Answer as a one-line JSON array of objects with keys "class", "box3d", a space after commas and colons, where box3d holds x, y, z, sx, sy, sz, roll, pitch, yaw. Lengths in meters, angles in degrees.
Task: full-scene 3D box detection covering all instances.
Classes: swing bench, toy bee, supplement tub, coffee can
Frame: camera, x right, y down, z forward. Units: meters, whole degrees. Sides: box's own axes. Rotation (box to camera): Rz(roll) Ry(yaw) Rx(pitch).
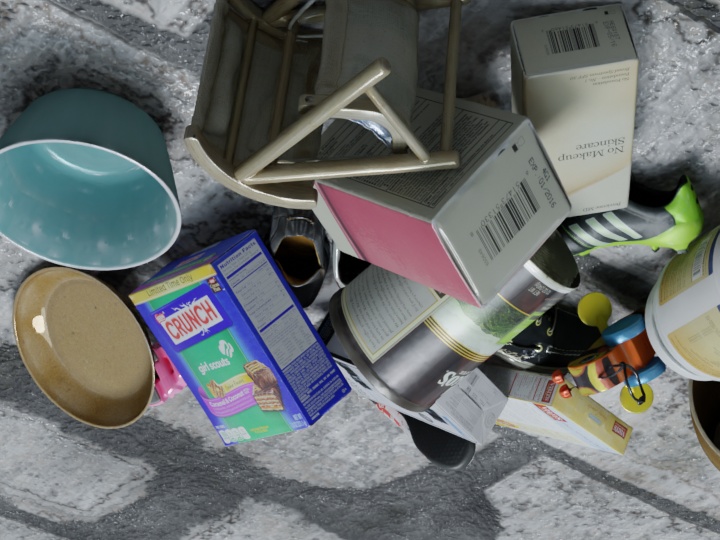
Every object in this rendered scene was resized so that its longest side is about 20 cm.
[{"class": "swing bench", "box3d": [-0.026, -0.170, 1.339, 0.199, 0.200, 0.130, -16, 138, 28]}, {"class": "toy bee", "box3d": [0.254, 0.088, 1.671, 0.108, 0.132, 0.200, -22, 168, 28]}, {"class": "supplement tub", "box3d": [0.373, 0.027, 1.569, 0.143, 0.145, 0.200, 14, 161, -11]}, {"class": "coffee can", "box3d": [0.089, 0.019, 1.544, 0.200, 0.147, 0.146, -41, 126, 22]}]

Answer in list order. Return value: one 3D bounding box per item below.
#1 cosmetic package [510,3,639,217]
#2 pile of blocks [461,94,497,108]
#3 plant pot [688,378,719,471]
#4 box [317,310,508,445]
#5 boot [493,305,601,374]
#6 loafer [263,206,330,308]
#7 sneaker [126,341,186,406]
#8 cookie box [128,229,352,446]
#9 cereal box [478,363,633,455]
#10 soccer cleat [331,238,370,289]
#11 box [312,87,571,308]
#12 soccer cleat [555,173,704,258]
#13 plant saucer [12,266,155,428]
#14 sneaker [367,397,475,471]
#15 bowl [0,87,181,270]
[{"class": "cosmetic package", "box3d": [0.190, -0.138, 1.444, 0.103, 0.073, 0.201, -10, 142, 1]}, {"class": "pile of blocks", "box3d": [0.060, -0.115, 1.528, 0.082, 0.062, 0.200, 40, 129, -15]}, {"class": "plant pot", "box3d": [0.445, 0.164, 1.768, 0.185, 0.188, 0.200, 2, 159, 7]}, {"class": "box", "box3d": [0.050, 0.112, 1.752, 0.199, 0.060, 0.117, 20, 162, 44]}, {"class": "boot", "box3d": [0.185, 0.032, 1.695, 0.202, 0.074, 0.154, 11, 141, -9]}, {"class": "loafer", "box3d": [-0.069, -0.013, 1.669, 0.072, 0.073, 0.201, 3, 145, 3]}, {"class": "sneaker", "box3d": [-0.171, 0.088, 1.840, 0.199, 0.079, 0.095, -24, 175, 18]}, {"class": "cookie box", "box3d": [-0.128, 0.074, 1.694, 0.171, 0.075, 0.201, -19, 106, 51]}, {"class": "cereal box", "box3d": [0.187, 0.148, 1.801, 0.199, 0.040, 0.144, 8, 160, 47]}, {"class": "soccer cleat", "box3d": [0.000, 0.000, 1.666, 0.068, 0.086, 0.201, 2, 144, 6]}, {"class": "box", "box3d": [0.058, -0.070, 1.376, 0.199, 0.128, 0.109, 23, 153, 49]}, {"class": "soccer cleat", "box3d": [0.236, -0.056, 1.581, 0.199, 0.068, 0.082, -5, 119, 22]}, {"class": "plant saucer", "box3d": [-0.303, 0.081, 1.805, 0.199, 0.035, 0.202, 15, 121, 25]}, {"class": "sneaker", "box3d": [0.090, 0.178, 1.838, 0.067, 0.201, 0.108, -53, 133, 0]}, {"class": "bowl", "box3d": [-0.263, -0.100, 1.553, 0.199, 0.106, 0.201, 5, 144, 4]}]
